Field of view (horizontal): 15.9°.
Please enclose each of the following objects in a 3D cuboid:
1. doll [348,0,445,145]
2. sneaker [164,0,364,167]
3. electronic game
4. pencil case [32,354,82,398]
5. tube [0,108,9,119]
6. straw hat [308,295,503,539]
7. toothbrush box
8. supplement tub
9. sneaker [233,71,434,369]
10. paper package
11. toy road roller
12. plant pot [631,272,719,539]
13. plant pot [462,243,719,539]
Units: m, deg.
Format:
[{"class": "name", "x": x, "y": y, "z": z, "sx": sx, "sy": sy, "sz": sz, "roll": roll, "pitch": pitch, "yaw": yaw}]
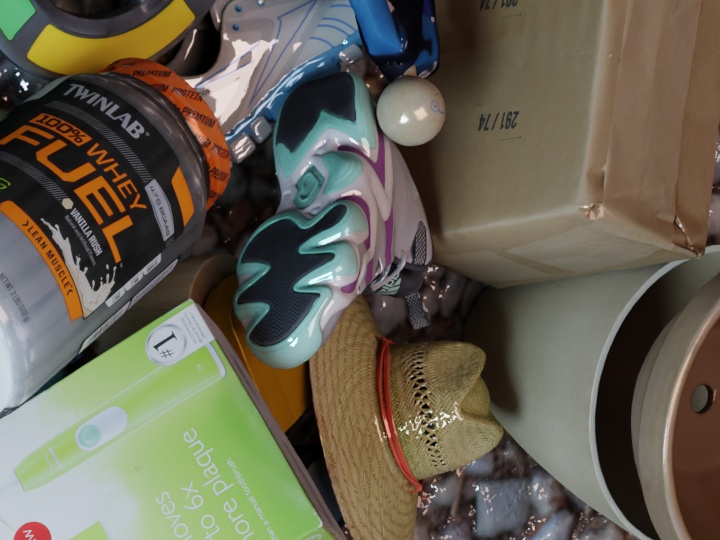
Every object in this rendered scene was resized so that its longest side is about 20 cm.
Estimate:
[{"class": "doll", "x": 0.018, "y": -0.170, "z": 1.465, "sx": 0.136, "sy": 0.048, "sz": 0.202, "roll": 12, "pitch": 73, "yaw": -70}, {"class": "sneaker", "x": -0.051, "y": -0.146, "z": 1.515, "sx": 0.200, "sy": 0.075, "sz": 0.087, "roll": -45, "pitch": 120, "yaw": -19}, {"class": "electronic game", "x": -0.134, "y": -0.196, "z": 1.402, "sx": 0.199, "sy": 0.042, "sz": 0.201, "roll": -26, "pitch": 131, "yaw": -34}, {"class": "pencil case", "x": -0.255, "y": 0.051, "z": 1.410, "sx": 0.199, "sy": 0.092, "sz": 0.086, "roll": 23, "pitch": 87, "yaw": -33}, {"class": "tube", "x": -0.206, "y": -0.062, "z": 1.450, "sx": 0.199, "sy": 0.052, "sz": 0.058, "roll": 20, "pitch": 47, "yaw": -31}, {"class": "straw hat", "x": 0.040, "y": 0.082, "z": 1.543, "sx": 0.084, "sy": 0.201, "sz": 0.202, "roll": -12, "pitch": 111, "yaw": 15}, {"class": "toothbrush box", "x": -0.128, "y": 0.135, "z": 1.359, "sx": 0.199, "sy": 0.146, "sz": 0.086, "roll": -32, "pitch": 160, "yaw": 1}, {"class": "supplement tub", "x": -0.165, "y": -0.023, "z": 1.364, "sx": 0.200, "sy": 0.122, "sz": 0.123, "roll": -45, "pitch": 121, "yaw": -38}, {"class": "sneaker", "x": 0.000, "y": 0.000, "z": 1.466, "sx": 0.140, "sy": 0.077, "sz": 0.201, "roll": 53, "pitch": 40, "yaw": -40}, {"class": "paper package", "x": 0.116, "y": -0.096, "z": 1.538, "sx": 0.103, "sy": 0.199, "sz": 0.192, "roll": 19, "pitch": 73, "yaw": -33}, {"class": "toy road roller", "x": -0.104, "y": 0.103, "z": 1.473, "sx": 0.146, "sy": 0.122, "sz": 0.201, "roll": -43, "pitch": 120, "yaw": -47}, {"class": "plant pot", "x": 0.224, "y": 0.082, "z": 1.487, "sx": 0.200, "sy": 0.092, "sz": 0.203, "roll": -7, "pitch": 104, "yaw": -32}, {"class": "plant pot", "x": 0.157, "y": 0.063, "z": 1.616, "sx": 0.186, "sy": 0.200, "sz": 0.189, "roll": -6, "pitch": 102, "yaw": -32}]
